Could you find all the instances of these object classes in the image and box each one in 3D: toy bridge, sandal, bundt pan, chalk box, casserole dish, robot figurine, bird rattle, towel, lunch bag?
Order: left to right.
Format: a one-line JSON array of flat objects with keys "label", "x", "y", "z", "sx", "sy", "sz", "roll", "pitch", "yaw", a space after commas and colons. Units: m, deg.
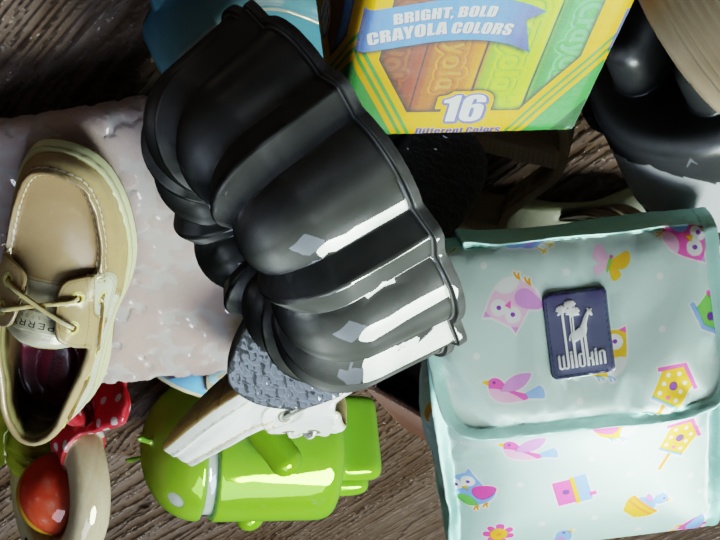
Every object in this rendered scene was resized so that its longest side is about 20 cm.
[{"label": "bird rattle", "x": -0.226, "y": 0.144, "z": 1.064, "sx": 0.199, "sy": 0.164, "sz": 0.112, "roll": -22, "pitch": 167, "yaw": 40}, {"label": "towel", "x": -0.163, "y": -0.012, "z": 0.822, "sx": 0.199, "sy": 0.032, "sz": 0.192, "roll": -6, "pitch": 127, "yaw": 18}, {"label": "robot figurine", "x": -0.086, "y": 0.144, "z": 1.125, "sx": 0.198, "sy": 0.117, "sz": 0.176, "roll": 2, "pitch": 157, "yaw": -15}, {"label": "bundt pan", "x": -0.038, "y": -0.024, "z": 0.673, "sx": 0.076, "sy": 0.202, "sz": 0.202, "roll": -34, "pitch": 155, "yaw": -16}, {"label": "casserole dish", "x": -0.026, "y": -0.114, "z": 0.770, "sx": 0.199, "sy": 0.039, "sz": 0.121, "roll": 20, "pitch": 140, "yaw": -38}, {"label": "sandal", "x": 0.001, "y": 0.000, "z": 0.808, "sx": 0.076, "sy": 0.043, "sz": 0.200, "roll": 40, "pitch": 94, "yaw": -17}, {"label": "chalk box", "x": 0.053, "y": -0.167, "z": 0.608, "sx": 0.124, "sy": 0.125, "sz": 0.200, "roll": -2, "pitch": 150, "yaw": -10}, {"label": "toy bridge", "x": 0.094, "y": -0.080, "z": 0.838, "sx": 0.067, "sy": 0.027, "sz": 0.200, "roll": 13, "pitch": 149, "yaw": 9}, {"label": "lunch bag", "x": 0.116, "y": 0.057, "z": 0.785, "sx": 0.169, "sy": 0.122, "sz": 0.201, "roll": -6, "pitch": 129, "yaw": 0}, {"label": "sandal", "x": 0.159, "y": -0.013, "z": 0.939, "sx": 0.199, "sy": 0.057, "sz": 0.080, "roll": -5, "pitch": 108, "yaw": -4}, {"label": "robot figurine", "x": 0.197, "y": -0.088, "z": 0.779, "sx": 0.124, "sy": 0.151, "sz": 0.200, "roll": -29, "pitch": 146, "yaw": 10}]

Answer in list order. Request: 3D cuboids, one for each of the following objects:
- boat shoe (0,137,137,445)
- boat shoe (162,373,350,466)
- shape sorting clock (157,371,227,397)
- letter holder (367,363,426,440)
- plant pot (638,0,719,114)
[{"label": "boat shoe", "x": -0.171, "y": 0.020, "z": 0.786, "sx": 0.073, "sy": 0.067, "sz": 0.201, "roll": 13, "pitch": 130, "yaw": 4}, {"label": "boat shoe", "x": -0.033, "y": 0.076, "z": 0.872, "sx": 0.199, "sy": 0.071, "sz": 0.069, "roll": -33, "pitch": 103, "yaw": 14}, {"label": "shape sorting clock", "x": -0.058, "y": 0.013, "z": 0.895, "sx": 0.198, "sy": 0.039, "sz": 0.201, "roll": -6, "pitch": 131, "yaw": -7}, {"label": "letter holder", "x": 0.099, "y": 0.089, "z": 0.985, "sx": 0.142, "sy": 0.101, "sz": 0.200, "roll": 30, "pitch": 172, "yaw": 16}, {"label": "plant pot", "x": 0.183, "y": -0.132, "z": 0.618, "sx": 0.092, "sy": 0.202, "sz": 0.200, "roll": -31, "pitch": 144, "yaw": 30}]
